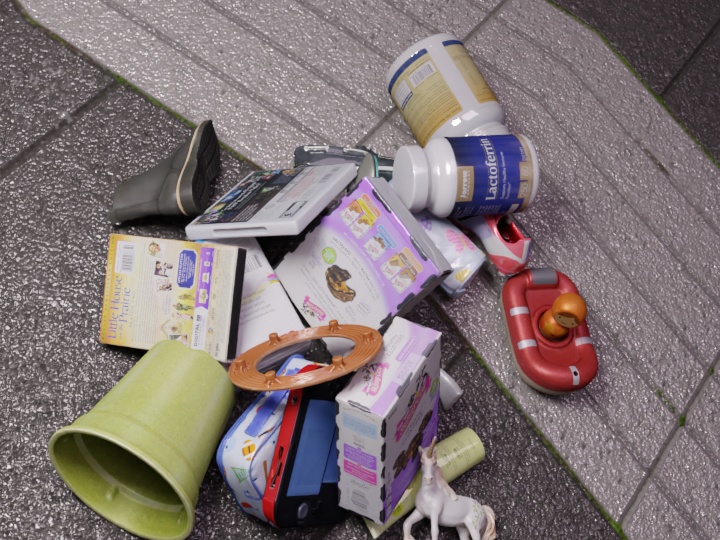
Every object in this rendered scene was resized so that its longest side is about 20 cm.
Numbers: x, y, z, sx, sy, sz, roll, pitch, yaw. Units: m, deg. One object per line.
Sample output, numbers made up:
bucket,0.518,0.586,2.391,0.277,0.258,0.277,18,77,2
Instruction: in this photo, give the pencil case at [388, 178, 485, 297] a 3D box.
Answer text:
pencil case,0.096,-0.051,1.557,0.199,0.083,0.091,41,46,4

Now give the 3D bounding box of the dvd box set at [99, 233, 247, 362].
dvd box set,-0.246,0.034,1.342,0.196,0.029,0.150,5,89,22

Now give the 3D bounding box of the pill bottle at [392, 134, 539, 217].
pill bottle,0.153,-0.138,1.507,0.196,0.116,0.118,-5,66,-17

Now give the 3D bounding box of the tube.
tube,0.081,0.284,1.409,0.197,0.053,0.058,-26,35,-22

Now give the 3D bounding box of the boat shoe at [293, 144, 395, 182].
boat shoe,-0.006,-0.165,1.586,0.196,0.076,0.062,0,70,-19

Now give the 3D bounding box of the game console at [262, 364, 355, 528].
game console,-0.046,0.223,1.304,0.176,0.031,0.204,17,87,-54

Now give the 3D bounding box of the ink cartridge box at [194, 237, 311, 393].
ink cartridge box,-0.178,0.058,1.413,0.143,0.085,0.202,-23,72,-26

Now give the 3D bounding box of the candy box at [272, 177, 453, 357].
candy box,0.000,0.000,1.430,0.169,0.200,0.071,52,20,11

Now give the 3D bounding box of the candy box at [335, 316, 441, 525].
candy box,0.038,0.192,1.322,0.070,0.203,0.168,18,43,23

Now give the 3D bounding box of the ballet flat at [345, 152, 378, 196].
ballet flat,-0.004,-0.068,1.499,0.062,0.067,0.205,-4,101,-12

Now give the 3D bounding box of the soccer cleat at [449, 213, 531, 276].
soccer cleat,0.194,-0.079,1.584,0.066,0.077,0.201,-13,51,-31

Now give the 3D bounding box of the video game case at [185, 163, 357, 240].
video game case,-0.121,-0.097,1.441,0.178,0.024,0.200,-2,27,27

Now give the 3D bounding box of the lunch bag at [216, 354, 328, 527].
lunch bag,-0.094,0.211,1.321,0.074,0.162,0.201,14,51,34

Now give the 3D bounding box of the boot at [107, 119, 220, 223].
boot,-0.283,-0.147,1.491,0.135,0.079,0.201,-9,33,12

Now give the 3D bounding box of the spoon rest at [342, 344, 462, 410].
spoon rest,0.053,0.141,1.439,0.198,0.100,0.061,22,31,-34

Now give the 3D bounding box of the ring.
ring,-0.069,0.100,1.278,0.197,0.199,0.020,-20,108,-25

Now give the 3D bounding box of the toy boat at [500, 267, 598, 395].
toy boat,0.293,0.079,1.530,0.128,0.131,0.204,-2,65,-19

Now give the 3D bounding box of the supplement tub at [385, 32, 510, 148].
supplement tub,0.143,-0.258,1.640,0.142,0.145,0.202,-21,73,-26

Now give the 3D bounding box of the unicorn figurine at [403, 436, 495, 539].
unicorn figurine,0.112,0.320,1.367,0.199,0.073,0.140,37,59,-42

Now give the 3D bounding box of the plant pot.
plant pot,-0.250,0.196,1.272,0.198,0.201,0.185,31,49,-1
